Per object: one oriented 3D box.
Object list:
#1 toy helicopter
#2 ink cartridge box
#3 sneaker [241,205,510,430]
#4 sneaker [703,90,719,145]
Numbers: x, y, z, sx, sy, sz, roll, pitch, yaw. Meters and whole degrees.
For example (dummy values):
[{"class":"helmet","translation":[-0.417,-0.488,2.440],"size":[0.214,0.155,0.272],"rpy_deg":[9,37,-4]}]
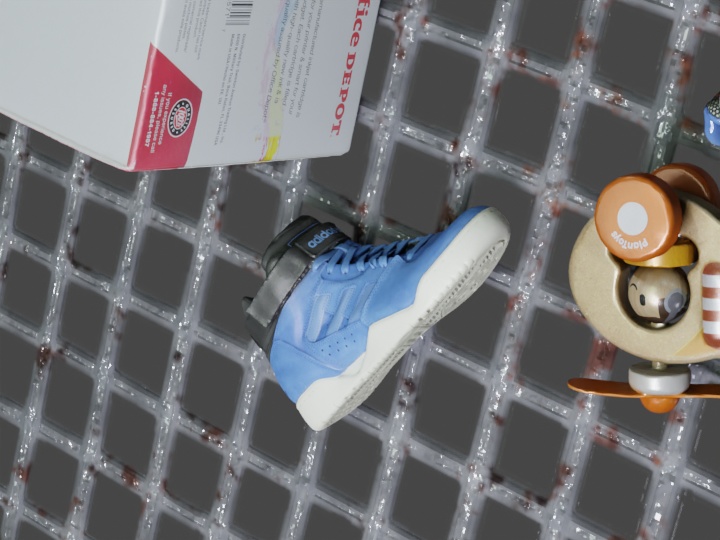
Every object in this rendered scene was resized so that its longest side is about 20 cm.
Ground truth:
[{"class":"toy helicopter","translation":[0.198,0.039,1.156],"size":[0.199,0.079,0.133],"rpy_deg":[34,113,21]},{"class":"ink cartridge box","translation":[-0.104,-0.153,1.284],"size":[0.144,0.199,0.147],"rpy_deg":[24,109,35]},{"class":"sneaker","translation":[-0.001,0.000,1.299],"size":[0.111,0.077,0.200],"rpy_deg":[51,129,10]},{"class":"sneaker","translation":[0.237,-0.018,1.101],"size":[0.075,0.078,0.201],"rpy_deg":[99,151,-70]}]
